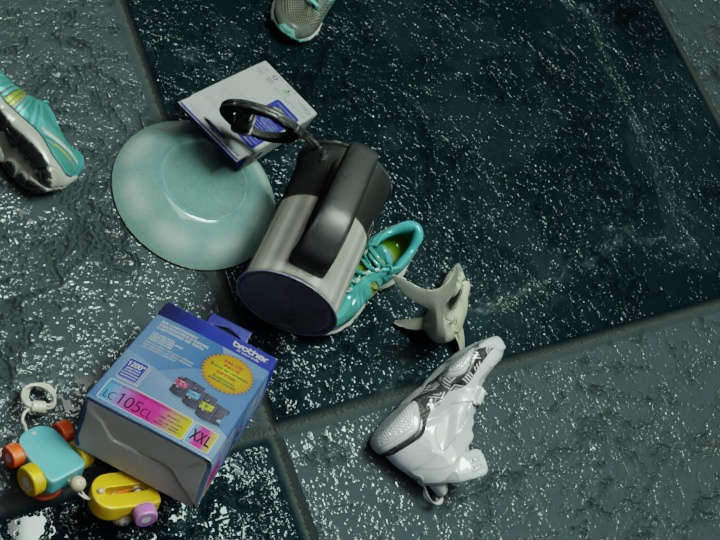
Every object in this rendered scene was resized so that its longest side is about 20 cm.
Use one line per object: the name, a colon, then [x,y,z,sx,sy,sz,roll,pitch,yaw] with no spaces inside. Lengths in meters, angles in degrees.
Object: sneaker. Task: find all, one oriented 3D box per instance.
sneaker: [0.000,0.000,1.201,0.078,0.080,0.200,47,54,2]
sneaker: [-0.382,-0.169,1.106,0.200,0.077,0.080,52,33,-2]
sneaker: [0.115,0.172,1.172,0.200,0.075,0.115,-41,92,-18]
sneaker: [-0.055,-0.393,1.380,0.077,0.091,0.200,34,54,-8]

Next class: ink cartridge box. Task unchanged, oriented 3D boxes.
ink cartridge box: [-0.174,0.120,1.015,0.136,0.076,0.200,27,33,2]
ink cartridge box: [-0.140,-0.185,1.224,0.099,0.039,0.200,47,35,1]

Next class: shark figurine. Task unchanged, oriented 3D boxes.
shark figurine: [0.080,0.055,1.215,0.089,0.214,0.129,3,92,13]

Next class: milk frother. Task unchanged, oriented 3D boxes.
milk frother: [-0.086,-0.066,1.095,0.199,0.181,0.188,18,58,8]

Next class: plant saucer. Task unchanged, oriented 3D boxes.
plant saucer: [-0.187,-0.099,1.184,0.200,0.039,0.202,13,59,-23]

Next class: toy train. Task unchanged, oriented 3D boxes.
toy train: [-0.247,0.186,0.995,0.199,0.056,0.150,17,35,-11]
